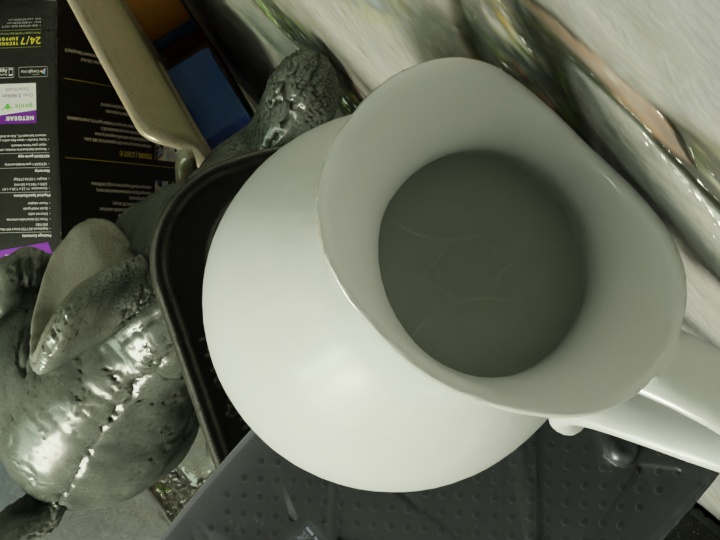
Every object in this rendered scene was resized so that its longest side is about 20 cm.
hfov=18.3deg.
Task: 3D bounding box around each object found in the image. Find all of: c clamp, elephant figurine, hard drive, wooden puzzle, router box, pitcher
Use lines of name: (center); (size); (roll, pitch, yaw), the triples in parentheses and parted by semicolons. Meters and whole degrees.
c clamp: (0.013, 0.031, 0.894); (0.027, 0.170, 0.201); (84, 160, -76)
elephant figurine: (-0.088, 0.017, 0.967); (0.200, 0.141, 0.156); (-34, 73, 55)
hard drive: (0.026, 0.089, 0.820); (0.135, 0.200, 0.042); (48, -164, 13)
wooden puzzle: (-0.087, -0.094, 1.209); (0.186, 0.046, 0.200); (60, -174, 34)
router box: (-0.157, -0.074, 1.295); (0.200, 0.051, 0.150); (-1, -90, -75)
pitcher: (0.040, 0.020, 0.689); (0.171, 0.122, 0.200); (36, 166, -8)

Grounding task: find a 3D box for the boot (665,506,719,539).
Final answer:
boot: (0.124, 0.174, 0.889); (0.068, 0.131, 0.200); (51, 175, -16)
